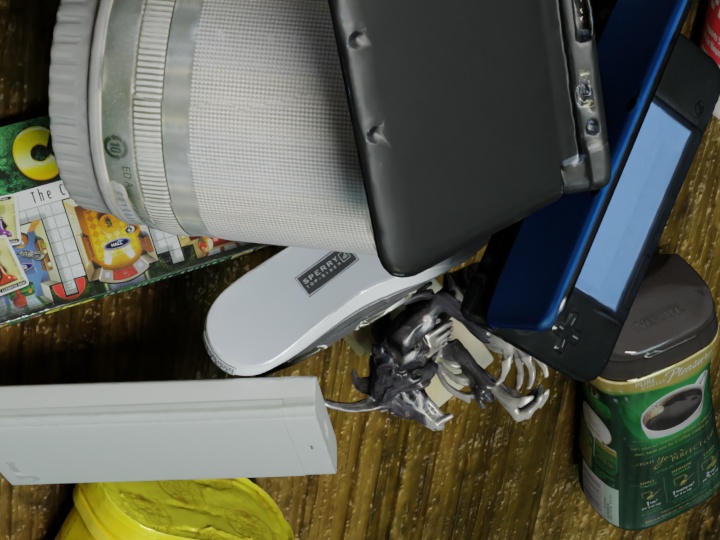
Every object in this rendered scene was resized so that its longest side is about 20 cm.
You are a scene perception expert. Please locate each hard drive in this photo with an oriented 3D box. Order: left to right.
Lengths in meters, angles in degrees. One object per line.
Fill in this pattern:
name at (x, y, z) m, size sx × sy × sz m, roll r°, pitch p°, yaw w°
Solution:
hard drive at (-0.118, 0.094, 1.186) m, size 0.198 × 0.027 × 0.132 m, roll -3°, pitch 158°, yaw 4°

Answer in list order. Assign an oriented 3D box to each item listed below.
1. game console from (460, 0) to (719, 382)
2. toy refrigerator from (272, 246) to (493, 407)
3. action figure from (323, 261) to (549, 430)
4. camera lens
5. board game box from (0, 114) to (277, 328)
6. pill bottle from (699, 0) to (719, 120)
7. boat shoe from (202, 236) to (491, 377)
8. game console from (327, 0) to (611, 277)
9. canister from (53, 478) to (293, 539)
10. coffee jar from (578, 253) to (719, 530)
game console at (0.146, -0.044, 1.079) m, size 0.170 × 0.118 × 0.201 m, roll 29°, pitch 83°, yaw -43°
toy refrigerator at (0.001, 0.004, 1.264) m, size 0.070 × 0.076 × 0.200 m, roll -39°, pitch 136°, yaw -1°
action figure at (0.074, 0.037, 1.201) m, size 0.200 × 0.102 × 0.119 m, roll -42°, pitch 170°, yaw -1°
camera lens at (-0.040, -0.093, 1.041) m, size 0.198 × 0.161 × 0.161 m, roll 6°, pitch 131°, yaw 12°
board game box at (-0.143, -0.039, 1.124) m, size 0.199 × 0.106 × 0.023 m, roll -18°, pitch 173°, yaw -23°
pill bottle at (0.278, -0.190, 1.275) m, size 0.111 × 0.112 × 0.201 m, roll -13°, pitch 129°, yaw -25°
boat shoe at (0.000, 0.000, 1.163) m, size 0.199 × 0.070 × 0.066 m, roll -36°, pitch 170°, yaw -10°
game console at (0.047, -0.130, 0.946) m, size 0.115 × 0.176 × 0.201 m, roll -9°, pitch 121°, yaw 3°
canister at (-0.152, 0.225, 1.324) m, size 0.148 × 0.087 × 0.201 m, roll 14°, pitch 115°, yaw -40°
coffee jar at (0.202, 0.085, 1.455) m, size 0.104 × 0.085 × 0.201 m, roll -23°, pitch 134°, yaw -14°
